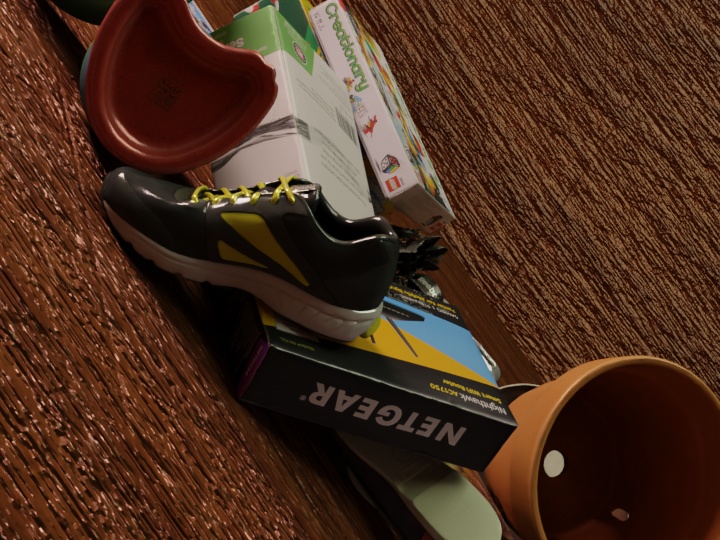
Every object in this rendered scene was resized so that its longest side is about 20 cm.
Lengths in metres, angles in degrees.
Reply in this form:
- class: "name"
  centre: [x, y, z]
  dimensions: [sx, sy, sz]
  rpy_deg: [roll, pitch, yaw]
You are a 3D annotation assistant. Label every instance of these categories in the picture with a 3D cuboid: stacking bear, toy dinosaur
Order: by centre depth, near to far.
- class: "stacking bear"
  centre: [-0.148, -0.140, 0.897]
  dimensions: [0.121, 0.114, 0.200]
  rpy_deg: [36, 3, -20]
- class: "toy dinosaur"
  centre: [0.000, 0.000, 1.123]
  dimensions: [0.136, 0.200, 0.102]
  rpy_deg: [34, -41, 43]

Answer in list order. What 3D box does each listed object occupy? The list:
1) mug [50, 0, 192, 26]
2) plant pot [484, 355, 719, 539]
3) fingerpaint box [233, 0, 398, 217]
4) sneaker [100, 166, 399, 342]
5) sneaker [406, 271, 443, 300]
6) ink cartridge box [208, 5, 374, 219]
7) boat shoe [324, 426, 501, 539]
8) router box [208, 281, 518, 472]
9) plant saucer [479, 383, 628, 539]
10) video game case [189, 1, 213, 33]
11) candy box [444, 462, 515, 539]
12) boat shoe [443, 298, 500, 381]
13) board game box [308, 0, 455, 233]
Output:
- class: "mug"
  centre: [-0.193, -0.264, 0.956]
  dimensions: [0.114, 0.185, 0.153]
  rpy_deg: [9, -57, 64]
- class: "plant pot"
  centre: [0.196, 0.169, 1.042]
  dimensions: [0.200, 0.200, 0.140]
  rpy_deg: [53, -18, -12]
- class: "fingerpaint box"
  centre: [-0.032, -0.155, 1.214]
  dimensions: [0.200, 0.073, 0.167]
  rpy_deg: [39, 26, -63]
- class: "sneaker"
  centre: [-0.066, -0.031, 0.795]
  dimensions: [0.199, 0.085, 0.075]
  rpy_deg: [23, 24, -9]
- class: "sneaker"
  centre: [0.029, 0.038, 1.222]
  dimensions: [0.071, 0.098, 0.200]
  rpy_deg: [58, 11, 13]
- class: "ink cartridge box"
  centre: [-0.056, -0.085, 0.997]
  dimensions: [0.146, 0.084, 0.201]
  rpy_deg: [39, 35, -58]
- class: "boat shoe"
  centre: [0.026, 0.144, 0.905]
  dimensions: [0.200, 0.071, 0.063]
  rpy_deg: [49, -34, 26]
- class: "router box"
  centre: [-0.001, 0.055, 0.873]
  dimensions: [0.199, 0.051, 0.149]
  rpy_deg: [20, 26, -27]
- class: "plant saucer"
  centre: [0.157, 0.204, 1.129]
  dimensions: [0.200, 0.200, 0.032]
  rpy_deg: [55, -34, 2]
- class: "video game case"
  centre: [-0.220, -0.290, 1.308]
  dimensions: [0.182, 0.045, 0.200]
  rpy_deg: [55, 8, 10]
- class: "candy box"
  centre: [0.051, 0.151, 1.031]
  dimensions: [0.115, 0.055, 0.200]
  rpy_deg: [48, 12, -53]
- class: "boat shoe"
  centre: [0.074, 0.058, 1.352]
  dimensions: [0.200, 0.068, 0.072]
  rpy_deg: [45, -37, 16]
- class: "board game box"
  centre: [0.021, -0.141, 1.142]
  dimensions: [0.201, 0.035, 0.126]
  rpy_deg: [68, 13, 18]
